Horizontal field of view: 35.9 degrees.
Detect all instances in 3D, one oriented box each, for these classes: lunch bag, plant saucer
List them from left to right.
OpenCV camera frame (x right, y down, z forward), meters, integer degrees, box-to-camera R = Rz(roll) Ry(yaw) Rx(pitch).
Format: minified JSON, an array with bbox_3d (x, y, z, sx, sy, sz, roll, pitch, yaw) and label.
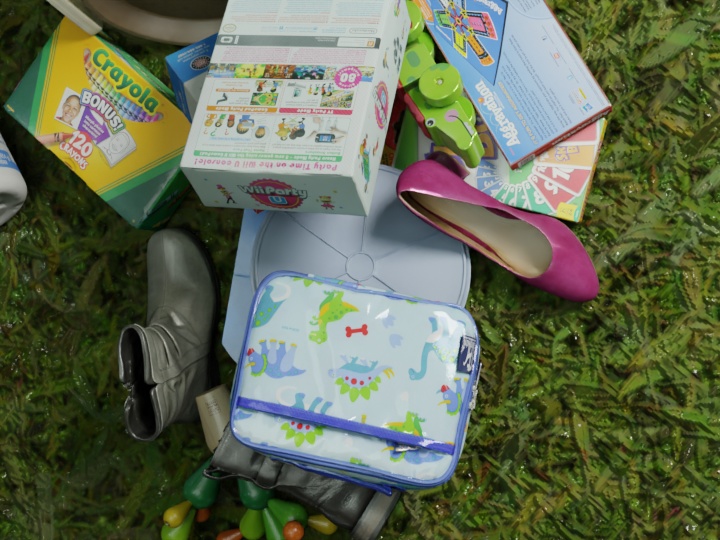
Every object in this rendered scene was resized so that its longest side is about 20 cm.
[{"bbox_3d":[-0.162,-0.266,1.019,0.199,0.200,0.030,-6,72,17],"label":"plant saucer"},{"bbox_3d":[-0.004,0.095,0.924,0.198,0.082,0.162,14,77,3],"label":"lunch bag"}]

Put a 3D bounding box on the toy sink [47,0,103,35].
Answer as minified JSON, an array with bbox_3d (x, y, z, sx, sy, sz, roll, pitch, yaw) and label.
[{"bbox_3d":[-0.268,-0.353,1.059,0.112,0.130,0.201,-27,63,14],"label":"toy sink"}]

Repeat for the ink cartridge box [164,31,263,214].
[{"bbox_3d":[-0.078,-0.134,1.003,0.116,0.067,0.200,-28,60,-15],"label":"ink cartridge box"}]

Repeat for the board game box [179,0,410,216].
[{"bbox_3d":[-0.050,-0.150,0.921,0.146,0.064,0.201,5,63,16],"label":"board game box"}]

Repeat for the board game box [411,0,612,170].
[{"bbox_3d":[0.131,-0.200,1.000,0.103,0.019,0.201,-30,73,6],"label":"board game box"}]

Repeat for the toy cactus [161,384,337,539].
[{"bbox_3d":[-0.112,0.191,1.035,0.199,0.102,0.166,-24,92,17],"label":"toy cactus"}]

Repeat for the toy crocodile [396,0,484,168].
[{"bbox_3d":[0.051,-0.171,0.988,0.061,0.068,0.201,-30,65,4],"label":"toy crocodile"}]

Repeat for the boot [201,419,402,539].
[{"bbox_3d":[-0.026,0.128,0.982,0.173,0.069,0.201,29,65,4],"label":"boot"}]

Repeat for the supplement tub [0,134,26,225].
[{"bbox_3d":[-0.438,-0.136,1.130,0.131,0.132,0.201,-31,81,14],"label":"supplement tub"}]

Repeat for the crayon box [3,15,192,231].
[{"bbox_3d":[-0.245,-0.147,1.109,0.200,0.058,0.119,40,100,14],"label":"crayon box"}]

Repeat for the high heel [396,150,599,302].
[{"bbox_3d":[0.119,-0.028,0.962,0.200,0.096,0.067,43,122,1],"label":"high heel"}]

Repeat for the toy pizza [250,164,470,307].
[{"bbox_3d":[0.000,0.000,1.007,0.198,0.032,0.202,0,75,0],"label":"toy pizza"}]

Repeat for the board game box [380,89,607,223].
[{"bbox_3d":[0.116,-0.113,1.017,0.199,0.030,0.096,15,93,19],"label":"board game box"}]

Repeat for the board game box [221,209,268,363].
[{"bbox_3d":[-0.041,0.017,1.051,0.157,0.039,0.202,9,86,0],"label":"board game box"}]

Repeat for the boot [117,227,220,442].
[{"bbox_3d":[-0.184,0.055,1.048,0.067,0.131,0.202,-9,86,16],"label":"boot"}]
